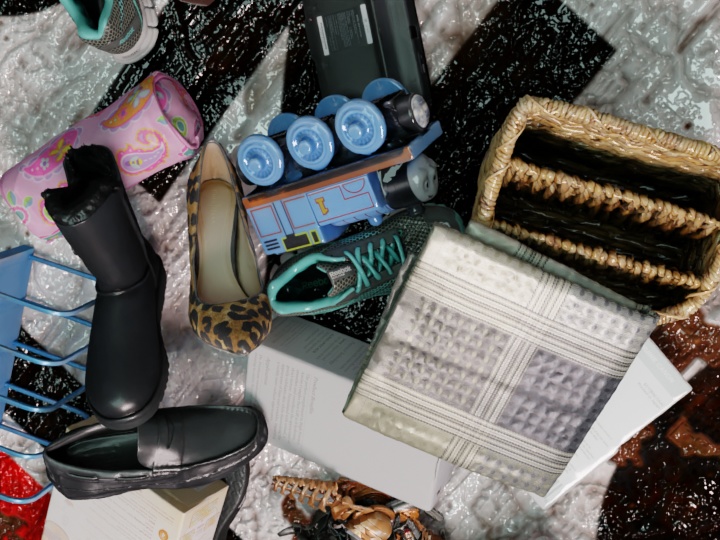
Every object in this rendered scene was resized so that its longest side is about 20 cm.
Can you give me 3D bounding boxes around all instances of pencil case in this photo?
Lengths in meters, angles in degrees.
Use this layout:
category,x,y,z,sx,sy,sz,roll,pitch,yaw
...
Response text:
category,x,y,z,sx,sy,sz,roll,pitch,yaw
pencil case,-0.241,-0.103,1.004,0.198,0.087,0.088,-29,92,17

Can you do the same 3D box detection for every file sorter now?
category,x,y,z,sx,sy,sz,roll,pitch,yaw
file sorter,-0.326,0.100,1.031,0.121,0.139,0.204,18,104,9

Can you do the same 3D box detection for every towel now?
category,x,y,z,sx,sy,sz,roll,pitch,yaw
towel,0.104,0.071,0.848,0.197,0.035,0.195,23,116,-8

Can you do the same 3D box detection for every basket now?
category,x,y,z,sx,sy,sz,roll,pitch,yaw
basket,0.185,-0.033,0.838,0.196,0.149,0.145,17,85,-1

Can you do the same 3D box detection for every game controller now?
category,x,y,z,sx,sy,sz,roll,pitch,yaw
game controller,0.001,-0.216,0.949,0.103,0.042,0.204,-8,97,30

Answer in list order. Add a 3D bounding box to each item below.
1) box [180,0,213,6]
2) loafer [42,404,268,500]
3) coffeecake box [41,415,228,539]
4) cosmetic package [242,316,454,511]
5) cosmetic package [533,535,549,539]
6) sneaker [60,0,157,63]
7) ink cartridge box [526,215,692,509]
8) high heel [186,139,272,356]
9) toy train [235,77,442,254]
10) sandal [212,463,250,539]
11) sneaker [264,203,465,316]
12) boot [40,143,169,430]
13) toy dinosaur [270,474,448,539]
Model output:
category,x,y,z,sx,sy,sz,roll,pitch,yaw
box,-0.103,-0.334,0.932,0.199,0.075,0.101,-38,89,16
loafer,-0.180,0.156,0.942,0.196,0.071,0.069,-12,58,-1
coffeecake box,-0.228,0.263,1.039,0.152,0.073,0.203,29,114,22
cosmetic package,-0.006,0.123,0.965,0.197,0.074,0.103,20,119,18
cosmetic package,0.111,0.372,0.923,0.198,0.200,0.124,-30,111,18
sneaker,-0.249,-0.286,0.960,0.077,0.091,0.203,-25,93,16
ink cartridge box,0.163,0.080,0.952,0.173,0.044,0.201,-42,87,15
high heel,-0.119,-0.021,0.921,0.070,0.200,0.145,-7,114,-11
toy train,-0.018,-0.088,0.925,0.197,0.087,0.116,-14,109,31
sandal,-0.149,0.234,1.061,0.074,0.048,0.203,28,119,17
sneaker,0.000,0.000,0.954,0.197,0.091,0.079,-22,95,17
boot,-0.223,0.011,0.921,0.075,0.203,0.170,-9,139,7
toy dinosaur,-0.002,0.237,0.985,0.135,0.102,0.200,-41,99,21
